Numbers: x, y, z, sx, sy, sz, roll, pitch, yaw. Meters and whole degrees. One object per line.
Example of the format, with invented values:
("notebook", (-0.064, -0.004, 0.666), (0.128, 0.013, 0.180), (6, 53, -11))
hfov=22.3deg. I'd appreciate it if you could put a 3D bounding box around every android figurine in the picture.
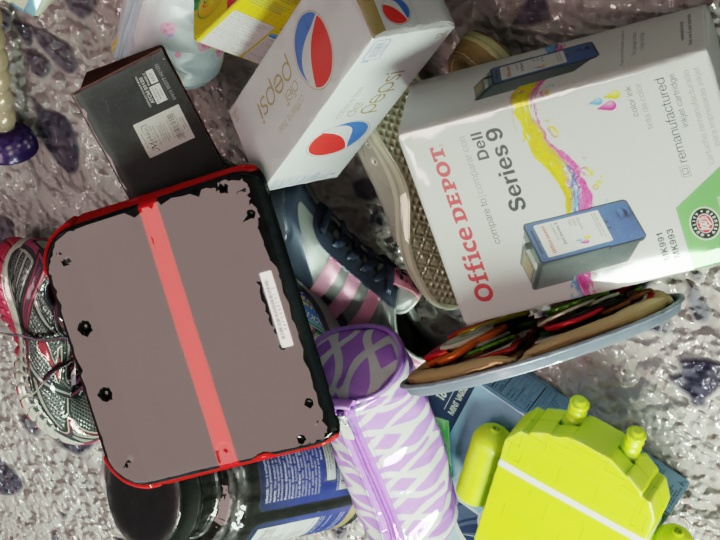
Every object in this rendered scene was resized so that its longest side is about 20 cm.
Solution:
("android figurine", (0.155, 0.175, 1.338), (0.182, 0.041, 0.201), (27, 131, 18))

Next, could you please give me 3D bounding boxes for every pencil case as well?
("pencil case", (-0.123, -0.222, 1.281), (0.083, 0.091, 0.200), (32, 136, 17))
("pencil case", (0.017, 0.127, 1.343), (0.084, 0.086, 0.200), (-8, 135, 16))

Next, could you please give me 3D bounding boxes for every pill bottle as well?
("pill bottle", (-0.091, 0.156, 1.399), (0.112, 0.200, 0.112), (3, 95, 43))

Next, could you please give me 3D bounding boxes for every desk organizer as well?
("desk organizer", (-0.125, -0.063, 1.312), (0.071, 0.077, 0.201), (-26, 108, 5))

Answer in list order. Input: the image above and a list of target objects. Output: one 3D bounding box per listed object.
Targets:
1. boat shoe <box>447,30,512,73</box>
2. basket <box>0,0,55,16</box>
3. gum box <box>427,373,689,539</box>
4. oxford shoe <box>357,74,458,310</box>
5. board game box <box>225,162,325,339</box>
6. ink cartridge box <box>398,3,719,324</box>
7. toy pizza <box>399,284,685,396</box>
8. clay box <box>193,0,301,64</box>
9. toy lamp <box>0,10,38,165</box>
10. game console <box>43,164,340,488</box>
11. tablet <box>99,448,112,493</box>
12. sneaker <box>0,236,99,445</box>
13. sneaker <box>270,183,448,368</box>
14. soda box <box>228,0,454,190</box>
("boat shoe", (0.090, -0.064, 1.246), (0.073, 0.063, 0.201), (33, 145, 49))
("basket", (-0.267, -0.284, 1.292), (0.199, 0.176, 0.139), (29, 120, -2))
("gum box", (0.129, 0.167, 1.411), (0.200, 0.045, 0.170), (35, 135, 11))
("oxford shoe", (0.039, -0.064, 1.300), (0.058, 0.075, 0.201), (23, 142, 57))
("board game box", (-0.083, -0.005, 1.453), (0.200, 0.029, 0.135), (32, 135, 13))
("ink cartridge box", (0.140, -0.065, 1.157), (0.199, 0.088, 0.146), (-13, 115, 17))
("toy pizza", (0.119, 0.039, 1.225), (0.200, 0.200, 0.032), (-16, 92, 42))
("clay box", (-0.011, -0.199, 1.206), (0.115, 0.048, 0.200), (17, 146, -33))
("toy lamp", (-0.295, -0.180, 1.461), (0.058, 0.058, 0.201), (18, 129, 25))
("game console", (-0.120, 0.043, 1.269), (0.176, 0.031, 0.201), (-16, 95, 15))
("tablet", (-0.167, 0.104, 1.457), (0.014, 0.201, 0.130), (-7, 148, 16))
("sneaker", (-0.263, 0.066, 1.600), (0.074, 0.081, 0.201), (1, 120, 33))
("sneaker", (0.000, 0.000, 1.335), (0.082, 0.070, 0.200), (-15, 126, 24))
("soda box", (-0.017, -0.130, 1.196), (0.200, 0.063, 0.068), (-48, 60, 54))
